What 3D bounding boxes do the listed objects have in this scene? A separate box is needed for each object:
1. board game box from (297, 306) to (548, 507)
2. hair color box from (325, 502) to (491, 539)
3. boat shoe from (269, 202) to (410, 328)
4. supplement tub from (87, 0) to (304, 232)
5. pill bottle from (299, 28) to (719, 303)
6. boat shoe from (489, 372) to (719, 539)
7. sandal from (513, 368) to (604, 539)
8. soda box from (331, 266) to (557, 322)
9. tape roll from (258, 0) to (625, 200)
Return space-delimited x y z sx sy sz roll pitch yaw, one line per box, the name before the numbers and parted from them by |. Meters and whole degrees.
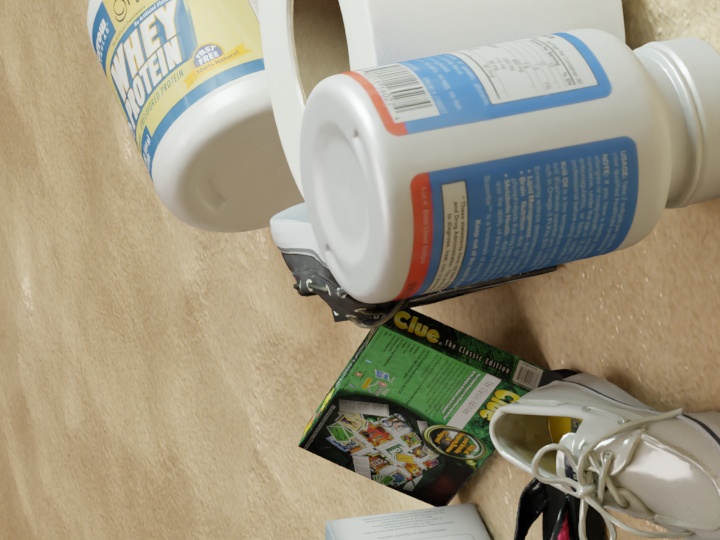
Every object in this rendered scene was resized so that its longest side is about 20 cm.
board game box | 0.035 0.085 1.687 0.023 0.105 0.200 -66 4 -29
hair color box | 0.049 0.228 1.678 0.200 0.099 0.061 -115 23 -54
boat shoe | 0.000 0.000 1.570 0.200 0.070 0.066 11 118 67
supplement tub | -0.095 -0.140 1.825 0.145 0.145 0.200 105 146 -50
pill bottle | 0.081 -0.056 1.342 0.112 0.200 0.112 169 90 -69
boat shoe | 0.130 0.102 1.446 0.202 0.086 0.075 26 125 56
sandal | 0.109 0.154 1.597 0.075 0.045 0.200 -151 52 -61
soda box | 0.042 -0.014 1.644 0.200 0.071 0.063 164 95 -69
tape roll | 0.040 -0.126 1.478 0.203 0.139 0.203 172 90 -73
